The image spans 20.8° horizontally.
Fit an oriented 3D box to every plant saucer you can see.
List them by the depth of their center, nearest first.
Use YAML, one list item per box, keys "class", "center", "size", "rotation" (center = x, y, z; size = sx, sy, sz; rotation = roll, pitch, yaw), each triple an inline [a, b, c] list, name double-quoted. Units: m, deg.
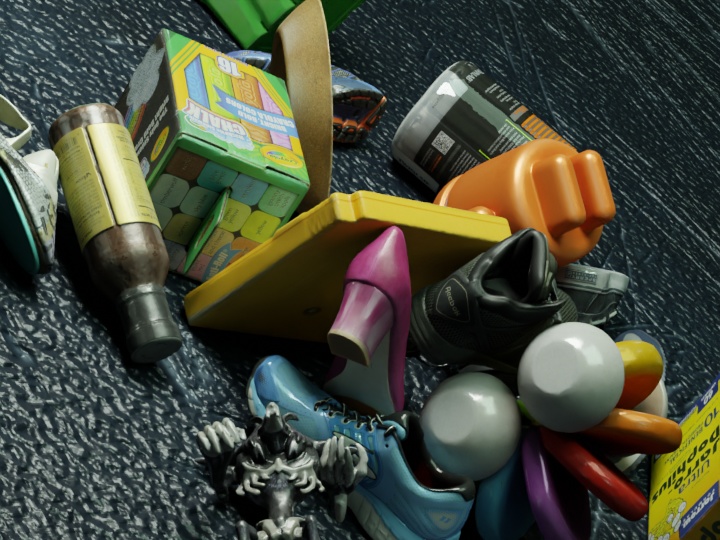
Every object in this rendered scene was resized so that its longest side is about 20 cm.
- class: "plant saucer"
  center: [-0.055, -0.139, 1.709]
  size: [0.035, 0.201, 0.201]
  rotation: [-1, 37, -9]

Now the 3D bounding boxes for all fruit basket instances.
- class: "fruit basket"
  center: [-0.081, -0.341, 1.949]
  size: [0.155, 0.216, 0.216]
  rotation: [-1, 45, -49]

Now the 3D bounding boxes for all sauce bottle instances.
- class: "sauce bottle"
  center: [-0.182, -0.027, 1.470]
  size: [0.064, 0.065, 0.201]
  rotation: [6, 56, -44]

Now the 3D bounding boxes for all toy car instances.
- class: "toy car"
  center: [0.154, 0.141, 1.508]
  size: [0.175, 0.199, 0.151]
  rotation: [28, 39, -59]

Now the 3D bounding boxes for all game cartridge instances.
- class: "game cartridge"
  center: [-0.010, 0.000, 1.514]
  size: [0.175, 0.200, 0.033]
  rotation: [9, 58, -42]

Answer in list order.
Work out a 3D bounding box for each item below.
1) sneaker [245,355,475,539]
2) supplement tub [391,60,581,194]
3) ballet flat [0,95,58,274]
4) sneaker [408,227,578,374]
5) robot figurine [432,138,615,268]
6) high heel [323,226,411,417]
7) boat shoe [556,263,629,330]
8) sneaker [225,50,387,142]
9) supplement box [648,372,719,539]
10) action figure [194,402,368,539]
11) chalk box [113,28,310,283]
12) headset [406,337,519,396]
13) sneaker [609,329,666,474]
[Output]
- class: "sneaker"
  center: [0.006, 0.124, 1.453]
  size: [0.200, 0.090, 0.078]
  rotation: [39, 27, 6]
- class: "supplement tub"
  center: [0.138, -0.100, 1.918]
  size: [0.200, 0.123, 0.122]
  rotation: [41, 28, 7]
- class: "ballet flat"
  center: [-0.266, -0.083, 1.470]
  size: [0.072, 0.072, 0.201]
  rotation: [-5, 48, -52]
- class: "sneaker"
  center: [0.132, 0.025, 1.518]
  size: [0.199, 0.114, 0.077]
  rotation: [8, 57, -51]
- class: "robot figurine"
  center: [0.142, -0.047, 1.776]
  size: [0.117, 0.199, 0.144]
  rotation: [45, 53, -18]
- class: "high heel"
  center: [0.014, 0.048, 1.479]
  size: [0.067, 0.096, 0.200]
  rotation: [20, -22, 19]
- class: "boat shoe"
  center: [0.213, 0.030, 1.865]
  size: [0.071, 0.068, 0.200]
  rotation: [11, 1, 9]
- class: "sneaker"
  center: [-0.067, -0.170, 1.862]
  size: [0.199, 0.076, 0.078]
  rotation: [13, 22, -48]
- class: "supplement box"
  center: [0.320, 0.199, 1.680]
  size: [0.109, 0.109, 0.200]
  rotation: [33, 27, -8]
- class: "action figure"
  center: [-0.053, 0.147, 1.331]
  size: [0.118, 0.103, 0.201]
  rotation: [0, 40, -7]
- class: "chalk box"
  center: [-0.125, -0.074, 1.573]
  size: [0.123, 0.125, 0.201]
  rotation: [21, 32, -27]
- class: "headset"
  center: [0.093, 0.055, 1.671]
  size: [0.199, 0.094, 0.124]
  rotation: [-11, 83, -56]
- class: "sneaker"
  center: [0.226, 0.099, 1.769]
  size: [0.082, 0.070, 0.200]
  rotation: [35, 26, -10]
